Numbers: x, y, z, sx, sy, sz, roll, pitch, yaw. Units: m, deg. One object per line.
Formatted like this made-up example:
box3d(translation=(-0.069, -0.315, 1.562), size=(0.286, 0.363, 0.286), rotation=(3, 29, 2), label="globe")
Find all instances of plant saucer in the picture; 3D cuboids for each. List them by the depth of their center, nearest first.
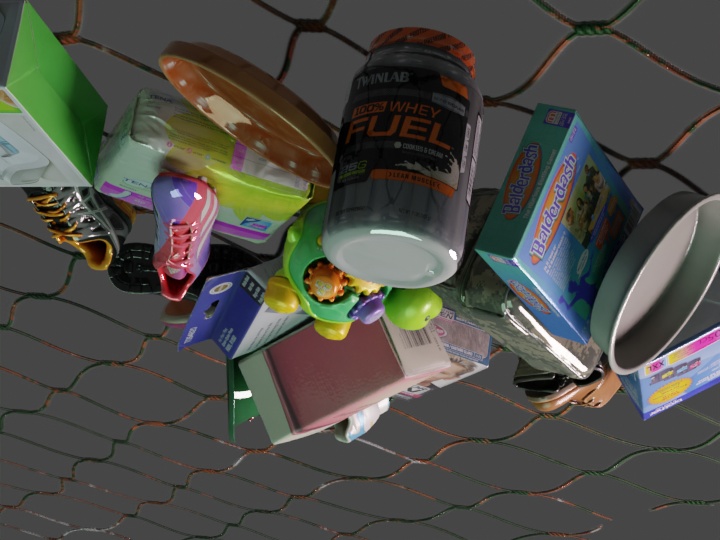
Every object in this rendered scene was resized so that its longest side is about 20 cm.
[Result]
box3d(translation=(-0.092, -0.144, 1.449), size=(0.200, 0.032, 0.200), rotation=(32, 171, 6), label="plant saucer")

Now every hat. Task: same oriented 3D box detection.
box3d(translation=(-0.083, 0.124, 2.051), size=(0.175, 0.200, 0.167), rotation=(-1, 123, -6), label="hat")

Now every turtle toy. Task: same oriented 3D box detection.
box3d(translation=(0.000, 0.000, 1.670), size=(0.199, 0.147, 0.101), rotation=(30, 163, -38), label="turtle toy")

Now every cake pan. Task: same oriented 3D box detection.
box3d(translation=(0.289, 0.007, 1.562), size=(0.037, 0.201, 0.200), rotation=(34, 169, 28), label="cake pan")

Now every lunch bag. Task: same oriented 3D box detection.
box3d(translation=(0.153, 0.005, 1.653), size=(0.167, 0.140, 0.200), rotation=(12, 162, 44), label="lunch bag")

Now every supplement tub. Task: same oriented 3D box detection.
box3d(translation=(0.039, -0.097, 1.373), size=(0.122, 0.201, 0.123), rotation=(7, 157, 3), label="supplement tub")

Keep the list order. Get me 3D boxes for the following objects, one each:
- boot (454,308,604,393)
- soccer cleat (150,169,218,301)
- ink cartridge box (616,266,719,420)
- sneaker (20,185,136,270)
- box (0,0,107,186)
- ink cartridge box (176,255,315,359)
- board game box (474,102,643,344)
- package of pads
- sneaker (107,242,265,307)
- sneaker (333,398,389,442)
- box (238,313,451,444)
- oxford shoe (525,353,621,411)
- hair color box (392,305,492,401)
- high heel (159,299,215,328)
box3d(translation=(0.182, 0.071, 1.800), size=(0.199, 0.131, 0.068), rotation=(-7, 150, 34), label="boot")
box3d(translation=(-0.178, -0.035, 1.591), size=(0.066, 0.077, 0.200), rotation=(11, 159, -2), label="soccer cleat")
box3d(translation=(0.349, 0.084, 1.769), size=(0.136, 0.077, 0.200), rotation=(-27, 154, 0), label="ink cartridge box")
box3d(translation=(-0.315, -0.070, 1.741), size=(0.078, 0.078, 0.200), rotation=(-4, 152, 33), label="sneaker")
box3d(translation=(-0.359, -0.164, 1.514), size=(0.175, 0.097, 0.200), rotation=(1, 157, 14), label="box")
box3d(translation=(-0.093, 0.034, 1.790), size=(0.199, 0.041, 0.200), rotation=(-20, 162, -24), label="ink cartridge box")
box3d(translation=(0.189, -0.040, 1.506), size=(0.045, 0.153, 0.200), rotation=(16, 164, 34), label="board game box")
box3d(translation=(-0.154, -0.102, 1.611), size=(0.199, 0.069, 0.154), rotation=(17, 157, -18), label="package of pads")
box3d(translation=(-0.193, 0.004, 1.900), size=(0.198, 0.076, 0.088), rotation=(11, 176, 0), label="sneaker")
box3d(translation=(-0.051, 0.121, 2.003), size=(0.200, 0.081, 0.076), rotation=(49, 148, -6), label="sneaker")
box3d(translation=(-0.018, 0.108, 1.872), size=(0.199, 0.110, 0.128), rotation=(-29, 170, 27), label="box")
box3d(translation=(0.258, 0.130, 1.847), size=(0.071, 0.072, 0.199), rotation=(1, -165, 40), label="oxford shoe")
box3d(translation=(0.071, 0.103, 2.013), size=(0.099, 0.061, 0.200), rotation=(19, 155, -22), label="hair color box")
box3d(translation=(-0.148, 0.052, 1.974), size=(0.199, 0.068, 0.096), rotation=(-19, 136, 26), label="high heel")
